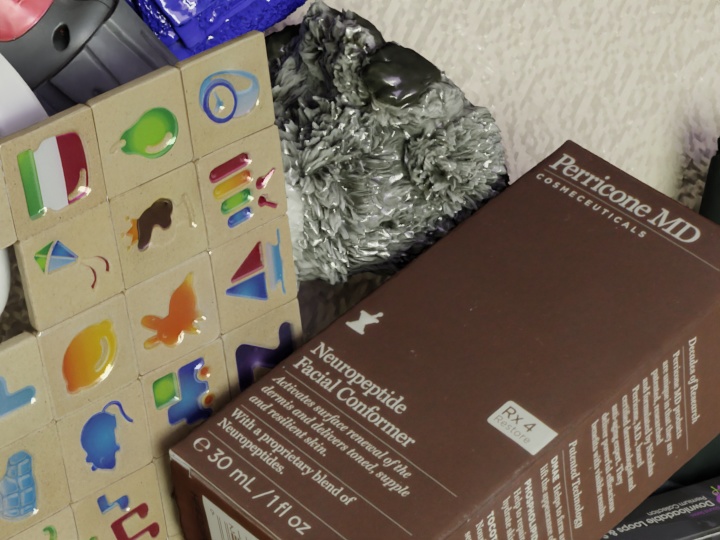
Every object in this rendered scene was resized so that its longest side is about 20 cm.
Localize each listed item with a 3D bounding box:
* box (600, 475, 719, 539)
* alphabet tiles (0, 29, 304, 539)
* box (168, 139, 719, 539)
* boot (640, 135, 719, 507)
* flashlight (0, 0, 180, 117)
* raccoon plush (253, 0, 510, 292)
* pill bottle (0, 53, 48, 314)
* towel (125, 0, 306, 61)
[{"bbox_3d":[0.113,0.175,0.834,0.142,0.036,0.201,-11,123,-34],"label":"box"},{"bbox_3d":[-0.086,0.041,0.697,0.167,0.008,0.201,-27,128,-30],"label":"alphabet tiles"},{"bbox_3d":[0.043,0.051,0.741,0.200,0.100,0.075,-37,140,-27],"label":"box"},{"bbox_3d":[0.142,0.023,0.870,0.198,0.073,0.164,19,85,-41],"label":"boot"},{"bbox_3d":[-0.141,-0.120,0.719,0.200,0.068,0.068,44,81,-20],"label":"flashlight"},{"bbox_3d":[0.000,0.000,0.793,0.200,0.097,0.134,40,80,-24],"label":"raccoon plush"},{"bbox_3d":[-0.187,0.005,0.672,0.200,0.111,0.111,-41,109,-23],"label":"pill bottle"},{"bbox_3d":[-0.027,-0.179,0.794,0.200,0.049,0.148,-35,108,-24],"label":"towel"}]
